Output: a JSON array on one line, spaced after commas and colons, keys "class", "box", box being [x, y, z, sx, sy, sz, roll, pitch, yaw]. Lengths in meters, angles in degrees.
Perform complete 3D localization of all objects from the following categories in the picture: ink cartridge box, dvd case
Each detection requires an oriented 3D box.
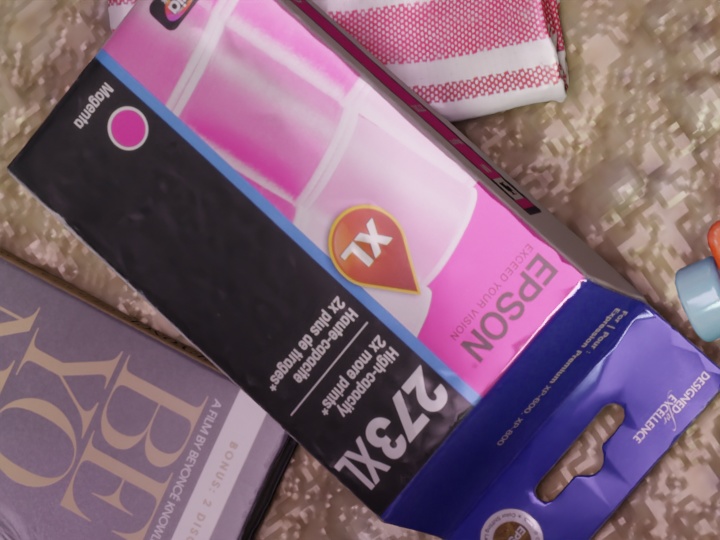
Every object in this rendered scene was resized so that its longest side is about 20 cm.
[{"class": "ink cartridge box", "box": [0.000, 0.000, 0.806, 0.200, 0.037, 0.095, 42, 105, 9]}, {"class": "dvd case", "box": [-0.131, 0.067, 0.871, 0.200, 0.016, 0.149, 27, 96, 19]}]

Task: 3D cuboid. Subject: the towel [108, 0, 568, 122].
[{"class": "towel", "box": [-0.017, -0.139, 0.835, 0.146, 0.030, 0.200, -7, 85, 20]}]

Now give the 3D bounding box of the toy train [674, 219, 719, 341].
[{"class": "toy train", "box": [0.186, 0.010, 0.740, 0.200, 0.056, 0.150, -20, 81, 18]}]
